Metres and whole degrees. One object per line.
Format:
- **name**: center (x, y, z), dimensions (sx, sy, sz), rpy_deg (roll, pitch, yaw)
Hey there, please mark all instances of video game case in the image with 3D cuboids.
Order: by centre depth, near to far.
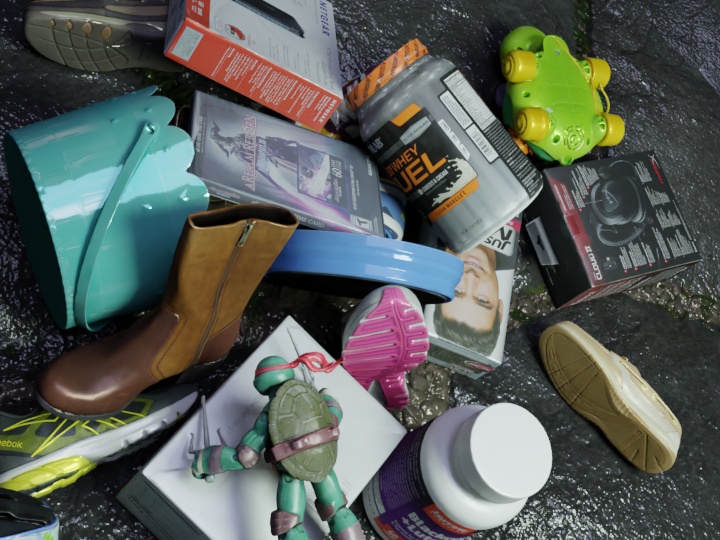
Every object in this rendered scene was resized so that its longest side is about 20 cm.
- **video game case**: center (-0.072, -0.099, 1.053), dimensions (0.199, 0.019, 0.144), rpy_deg (18, 37, -19)

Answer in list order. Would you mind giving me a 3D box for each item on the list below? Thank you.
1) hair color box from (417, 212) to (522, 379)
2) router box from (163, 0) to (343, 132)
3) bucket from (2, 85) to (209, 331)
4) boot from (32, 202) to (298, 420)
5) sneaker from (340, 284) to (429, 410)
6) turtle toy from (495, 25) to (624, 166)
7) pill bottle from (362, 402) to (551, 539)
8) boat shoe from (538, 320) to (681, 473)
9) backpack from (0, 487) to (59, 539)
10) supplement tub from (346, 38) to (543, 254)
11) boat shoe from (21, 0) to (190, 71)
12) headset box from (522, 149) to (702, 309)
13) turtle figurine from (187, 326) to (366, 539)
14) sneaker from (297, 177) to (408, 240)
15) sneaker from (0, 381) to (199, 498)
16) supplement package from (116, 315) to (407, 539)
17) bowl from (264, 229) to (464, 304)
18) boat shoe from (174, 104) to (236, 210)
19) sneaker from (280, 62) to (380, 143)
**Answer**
- **hair color box**: center (0.111, 0.004, 1.180), dimensions (0.098, 0.061, 0.201), rpy_deg (21, 61, -16)
- **router box**: center (-0.110, -0.254, 1.134), dimensions (0.178, 0.049, 0.201), rpy_deg (23, 35, -25)
- **bucket**: center (-0.223, -0.050, 0.960), dimensions (0.134, 0.207, 0.209), rpy_deg (-18, 77, -23)
- **boot**: center (-0.158, 0.034, 0.880), dimensions (0.187, 0.200, 0.069), rpy_deg (-6, 55, -36)
- **sneaker**: center (0.014, 0.060, 1.034), dimensions (0.081, 0.200, 0.089), rpy_deg (-1, 60, -9)
- **turtle toy**: center (0.221, -0.210, 1.304), dimensions (0.145, 0.101, 0.202), rpy_deg (1, 67, -25)
- **pill bottle**: center (0.089, 0.189, 1.003), dimensions (0.110, 0.200, 0.112), rpy_deg (10, 64, -21)
- **boat shoe**: center (0.279, 0.131, 1.207), dimensions (0.200, 0.074, 0.069), rpy_deg (50, 45, 0)
- **backpack**: center (-0.326, 0.231, 0.796), dimensions (0.198, 0.183, 0.149), rpy_deg (2, 90, -21)
- **supplement tub**: center (0.083, -0.128, 1.109), dimensions (0.122, 0.122, 0.200), rpy_deg (-40, 92, -34)
- **boat shoe**: center (-0.251, -0.252, 1.117), dimensions (0.199, 0.075, 0.074), rpy_deg (1, 57, -35)
- **headset box**: center (0.282, -0.049, 1.278), dimensions (0.199, 0.077, 0.150), rpy_deg (-13, 74, -29)
- **turtle figurine**: center (-0.061, 0.145, 0.883), dimensions (0.149, 0.101, 0.202), rpy_deg (-12, 79, -29)
- **sneaker**: center (-0.039, -0.061, 1.128), dimensions (0.198, 0.074, 0.083), rpy_deg (9, 66, -21)
- **sneaker**: center (-0.234, 0.127, 0.946), dimensions (0.199, 0.074, 0.085), rpy_deg (-23, 79, -32)
- **supplement package**: center (-0.087, 0.175, 0.976), dimensions (0.156, 0.111, 0.200), rpy_deg (44, 57, -2)
- **bowl**: center (0.000, 0.000, 1.050), dimensions (0.199, 0.200, 0.040), rpy_deg (10, 82, -22)
- **boat shoe**: center (-0.156, -0.076, 1.052), dimensions (0.072, 0.072, 0.201), rpy_deg (43, 25, -47)
- **sneaker**: center (-0.006, -0.182, 1.186), dimensions (0.199, 0.090, 0.075), rpy_deg (-31, 83, -34)
